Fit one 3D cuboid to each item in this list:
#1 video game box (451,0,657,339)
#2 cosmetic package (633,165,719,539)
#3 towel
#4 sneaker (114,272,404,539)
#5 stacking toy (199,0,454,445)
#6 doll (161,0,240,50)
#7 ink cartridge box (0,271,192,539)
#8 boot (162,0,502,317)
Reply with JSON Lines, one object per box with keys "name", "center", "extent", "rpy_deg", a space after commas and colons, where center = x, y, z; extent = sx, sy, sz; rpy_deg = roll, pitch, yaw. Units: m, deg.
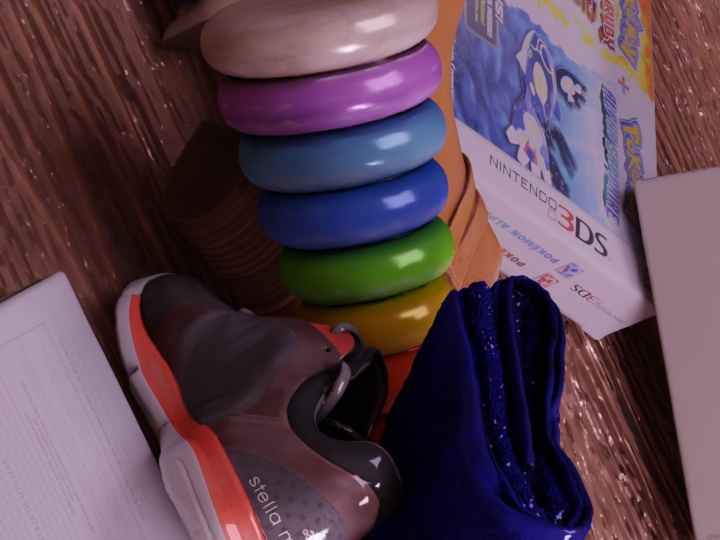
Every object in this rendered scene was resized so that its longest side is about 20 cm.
{"name": "video game box", "center": [0.070, -0.095, 1.190], "extent": [0.182, 0.047, 0.201], "rpy_deg": [34, 47, -43]}
{"name": "cosmetic package", "center": [0.186, 0.049, 1.200], "extent": [0.103, 0.073, 0.201], "rpy_deg": [-11, 92, -70]}
{"name": "towel", "center": [0.012, 0.113, 0.854], "extent": [0.049, 0.201, 0.148], "rpy_deg": [19, 28, -11]}
{"name": "sneaker", "center": [-0.028, 0.049, 0.883], "extent": [0.077, 0.082, 0.200], "rpy_deg": [64, -2, -28]}
{"name": "stacking toy", "center": [0.000, 0.000, 0.928], "extent": [0.085, 0.085, 0.201], "rpy_deg": [-31, 116, -55]}
{"name": "doll", "center": [-0.060, -0.186, 1.059], "extent": [0.136, 0.048, 0.201], "rpy_deg": [7, 69, -53]}
{"name": "ink cartridge box", "center": [-0.143, 0.085, 0.788], "extent": [0.200, 0.059, 0.104], "rpy_deg": [-33, 100, -55]}
{"name": "boot", "center": [0.020, -0.052, 1.030], "extent": [0.200, 0.074, 0.155], "rpy_deg": [-54, 131, -10]}
